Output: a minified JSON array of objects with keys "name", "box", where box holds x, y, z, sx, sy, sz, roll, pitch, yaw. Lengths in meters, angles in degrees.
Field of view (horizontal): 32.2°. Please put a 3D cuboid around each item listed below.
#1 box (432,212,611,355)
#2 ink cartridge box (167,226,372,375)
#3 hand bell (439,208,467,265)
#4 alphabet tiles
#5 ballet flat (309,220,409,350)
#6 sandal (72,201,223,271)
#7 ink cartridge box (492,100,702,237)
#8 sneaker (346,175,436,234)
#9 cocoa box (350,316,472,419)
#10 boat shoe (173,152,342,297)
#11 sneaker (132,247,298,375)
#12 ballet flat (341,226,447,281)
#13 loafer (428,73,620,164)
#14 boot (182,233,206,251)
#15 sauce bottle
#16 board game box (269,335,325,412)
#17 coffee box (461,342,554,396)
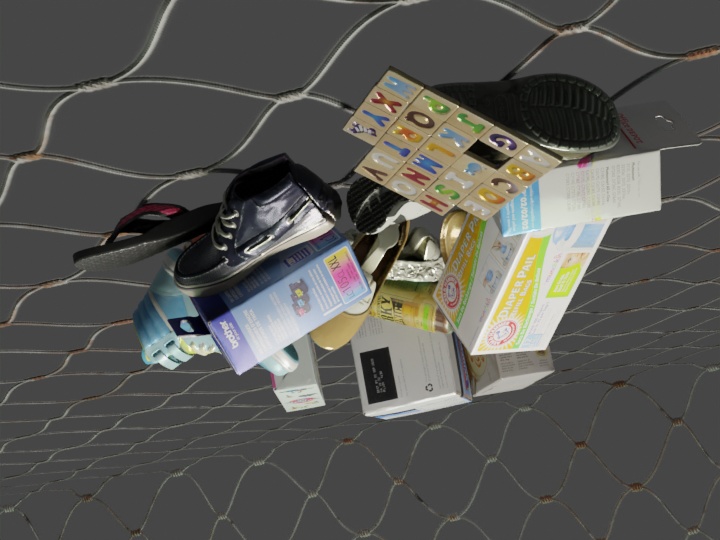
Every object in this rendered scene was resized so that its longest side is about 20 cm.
[{"name":"box","box":[0.175,-0.015,1.380,0.111,0.102,0.201,-2,130,-30]},{"name":"ink cartridge box","box":[-0.104,0.025,1.325,0.199,0.077,0.136,-33,-153,-8]},{"name":"hand bell","box":[0.206,-0.048,1.548,0.198,0.105,0.104,-18,171,-31]},{"name":"alphabet tiles","box":[0.066,-0.102,1.116,0.166,0.008,0.200,26,158,-9]},{"name":"ballet flat","box":[0.000,0.000,1.401,0.068,0.201,0.063,34,143,-8]},{"name":"sandal","box":[-0.208,-0.048,1.302,0.198,0.045,0.075,-22,174,-20]},{"name":"ink cartridge box","box":[0.220,-0.102,1.219,0.197,0.069,0.115,-10,-150,-2]},{"name":"sneaker","box":[0.065,-0.097,1.266,0.079,0.074,0.199,-18,177,-35]},{"name":"cocoa box","box":[0.061,0.087,1.672,0.132,0.202,0.131,-13,167,13]},{"name":"boat shoe","box":[-0.124,-0.049,1.251,0.199,0.075,0.093,-29,140,15]},{"name":"sneaker","box":[-0.176,0.083,1.442,0.131,0.199,0.080,-51,172,6]},{"name":"ballet flat","box":[0.051,-0.023,1.533,0.198,0.073,0.072,-3,164,-35]},{"name":"loafer","box":[0.141,-0.137,1.149,0.197,0.076,0.070,3,167,-11]},{"name":"boot","box":[-0.103,-0.017,1.435,0.198,0.108,0.075,22,-170,-23]},{"name":"sauce bottle","box":[0.030,0.030,1.589,0.198,0.065,0.065,13,173,19]},{"name":"board game box","box":[-0.097,0.110,1.758,0.063,0.149,0.200,-11,165,0]},{"name":"coffee box","box":[0.174,0.049,1.605,0.079,0.202,0.114,-7,166,-17]}]
